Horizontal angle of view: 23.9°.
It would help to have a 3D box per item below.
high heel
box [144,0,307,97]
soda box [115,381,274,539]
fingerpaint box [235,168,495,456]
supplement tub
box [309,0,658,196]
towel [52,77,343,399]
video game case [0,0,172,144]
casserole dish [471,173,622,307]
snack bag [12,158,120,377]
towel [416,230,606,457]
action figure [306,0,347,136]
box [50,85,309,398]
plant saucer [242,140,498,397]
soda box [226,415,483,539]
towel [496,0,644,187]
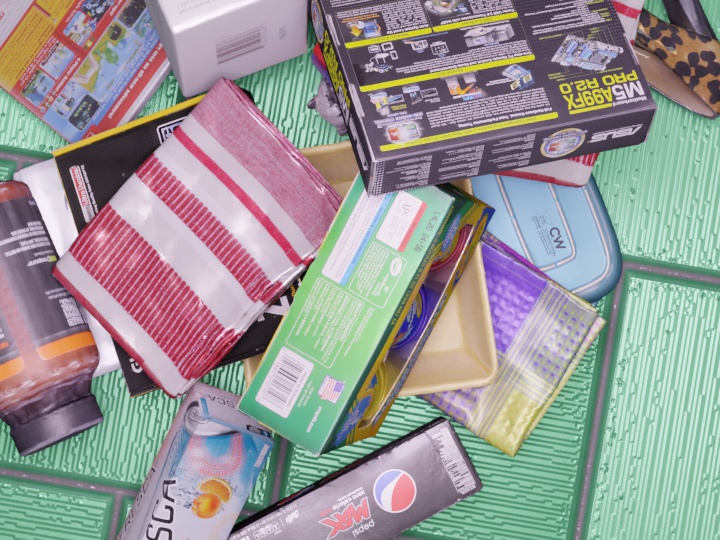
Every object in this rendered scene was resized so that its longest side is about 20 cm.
[{"bbox_3d":[0.195,-0.167,1.354,0.199,0.071,0.143,-19,83,-11],"label":"high heel"},{"bbox_3d":[-0.122,-0.256,1.257,0.106,0.152,0.201,-21,81,-6],"label":"box"},{"bbox_3d":[-0.138,0.190,1.305,0.063,0.068,0.201,20,107,-19],"label":"soda box"},{"bbox_3d":[0.010,0.024,1.214,0.073,0.167,0.201,29,96,12],"label":"fingerpaint box"},{"bbox_3d":[-0.269,0.039,1.314,0.106,0.107,0.201,-23,86,-2],"label":"supplement tub"},{"bbox_3d":[0.079,-0.143,1.149,0.199,0.044,0.161,-12,62,-11],"label":"box"},{"bbox_3d":[-0.119,-0.022,1.257,0.144,0.023,0.200,45,100,9],"label":"towel"},{"bbox_3d":[-0.242,-0.201,1.349,0.200,0.017,0.143,39,97,6],"label":"video game case"},{"bbox_3d":[0.138,-0.048,1.370,0.121,0.039,0.201,-21,90,-2],"label":"casserole dish"},{"bbox_3d":[-0.166,-0.027,1.367,0.199,0.021,0.190,-17,90,-2],"label":"snack bag"},{"bbox_3d":[0.076,0.039,1.347,0.200,0.023,0.144,34,99,9],"label":"towel"},{"bbox_3d":[0.046,-0.168,1.295,0.193,0.105,0.201,-37,50,14],"label":"action figure"},{"bbox_3d":[-0.131,-0.022,1.303,0.159,0.049,0.201,-18,88,10],"label":"box"},{"bbox_3d":[0.000,0.000,1.325,0.199,0.048,0.201,-8,90,11],"label":"plant saucer"},{"bbox_3d":[-0.006,0.188,1.342,0.199,0.071,0.064,-27,89,-3],"label":"soda box"},{"bbox_3d":[0.154,-0.163,1.280,0.144,0.023,0.201,6,106,-45],"label":"towel"}]
